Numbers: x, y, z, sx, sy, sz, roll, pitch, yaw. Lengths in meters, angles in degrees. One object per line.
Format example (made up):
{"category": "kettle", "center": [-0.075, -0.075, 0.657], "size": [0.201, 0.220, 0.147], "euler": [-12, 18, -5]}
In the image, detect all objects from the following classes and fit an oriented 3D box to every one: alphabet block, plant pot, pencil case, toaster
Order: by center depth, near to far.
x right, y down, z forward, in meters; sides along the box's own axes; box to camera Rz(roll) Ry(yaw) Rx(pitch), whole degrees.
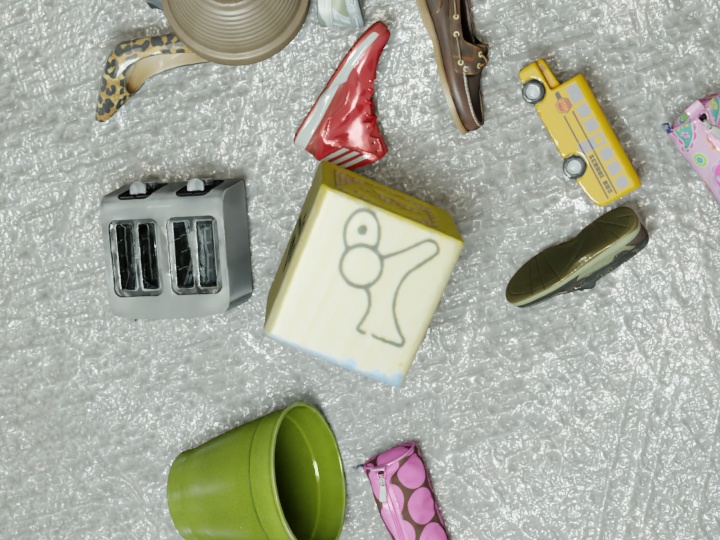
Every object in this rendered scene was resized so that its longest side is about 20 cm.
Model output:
{"category": "pencil case", "center": [0.465, -0.126, 1.585], "size": [0.087, 0.087, 0.201], "euler": [-38, 91, 14]}
{"category": "alphabet block", "center": [0.000, 0.000, 1.619], "size": [0.194, 0.197, 0.202], "euler": [22, 102, -9]}
{"category": "plant pot", "center": [-0.162, -0.371, 1.638], "size": [0.199, 0.093, 0.203], "euler": [0, 84, 0]}
{"category": "toaster", "center": [-0.245, -0.023, 1.720], "size": [0.179, 0.119, 0.202], "euler": [-2, 98, 12]}
{"category": "plant pot", "center": [-0.148, 0.293, 1.723], "size": [0.191, 0.200, 0.202], "euler": [-14, 96, 24]}
{"category": "pencil case", "center": [0.065, 0.338, 1.726], "size": [0.090, 0.094, 0.202], "euler": [-20, 95, 13]}

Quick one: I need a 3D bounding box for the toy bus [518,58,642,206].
{"category": "toy bus", "center": [0.274, -0.178, 1.623], "size": [0.078, 0.065, 0.201], "euler": [-29, 92, 13]}

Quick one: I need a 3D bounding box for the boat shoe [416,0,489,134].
{"category": "boat shoe", "center": [0.128, -0.278, 1.634], "size": [0.070, 0.070, 0.202], "euler": [-15, 95, 17]}

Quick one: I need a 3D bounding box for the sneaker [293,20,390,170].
{"category": "sneaker", "center": [0.008, -0.217, 1.675], "size": [0.115, 0.078, 0.201], "euler": [34, 115, -4]}

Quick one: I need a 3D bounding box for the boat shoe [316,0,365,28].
{"category": "boat shoe", "center": [-0.020, -0.414, 1.645], "size": [0.064, 0.074, 0.204], "euler": [5, 103, 4]}

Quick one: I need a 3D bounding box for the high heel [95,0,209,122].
{"category": "high heel", "center": [-0.262, -0.260, 1.709], "size": [0.142, 0.071, 0.201], "euler": [32, 94, 11]}

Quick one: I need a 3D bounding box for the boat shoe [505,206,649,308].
{"category": "boat shoe", "center": [0.281, -0.003, 1.647], "size": [0.200, 0.072, 0.066], "euler": [-35, 125, 20]}
